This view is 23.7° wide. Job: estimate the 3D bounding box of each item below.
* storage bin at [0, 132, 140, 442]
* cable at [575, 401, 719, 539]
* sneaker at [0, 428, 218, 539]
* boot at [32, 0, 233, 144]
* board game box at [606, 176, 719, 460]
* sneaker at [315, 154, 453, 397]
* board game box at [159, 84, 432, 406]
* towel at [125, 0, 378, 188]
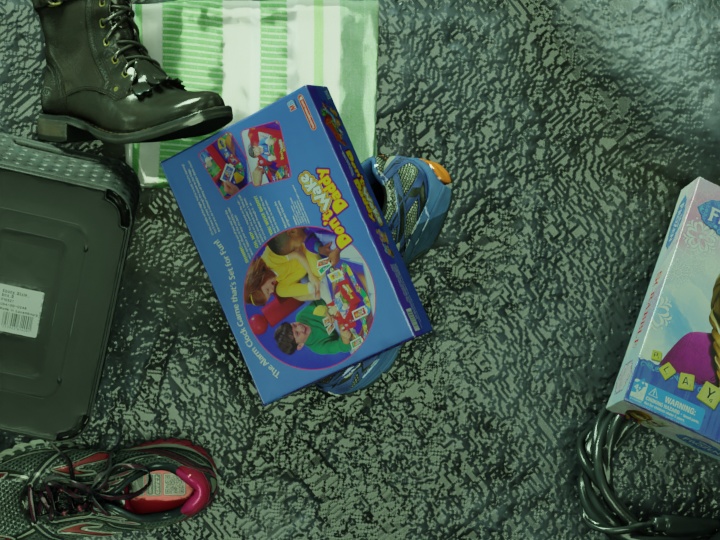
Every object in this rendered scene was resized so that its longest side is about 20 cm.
[{"bbox_3d":[-0.248,0.012,1.280,0.134,0.094,0.201,12,105,-7],"label":"storage bin"},{"bbox_3d":[0.266,0.161,1.372,0.199,0.051,0.164,-30,85,-13],"label":"cable"},{"bbox_3d":[-0.210,0.168,1.325,0.199,0.075,0.081,-9,94,-5],"label":"sneaker"},{"bbox_3d":[-0.182,-0.183,1.270,0.199,0.069,0.175,3,98,34],"label":"boot"},{"bbox_3d":[0.318,0.057,1.355,0.199,0.041,0.200,24,71,-6],"label":"board game box"},{"bbox_3d":[0.000,0.000,1.326,0.078,0.075,0.201,23,82,-38],"label":"sneaker"},{"bbox_3d":[-0.049,-0.019,1.279,0.134,0.045,0.201,-25,86,20],"label":"board game box"},{"bbox_3d":[-0.084,-0.136,1.344,0.199,0.023,0.154,0,93,-6],"label":"towel"}]
